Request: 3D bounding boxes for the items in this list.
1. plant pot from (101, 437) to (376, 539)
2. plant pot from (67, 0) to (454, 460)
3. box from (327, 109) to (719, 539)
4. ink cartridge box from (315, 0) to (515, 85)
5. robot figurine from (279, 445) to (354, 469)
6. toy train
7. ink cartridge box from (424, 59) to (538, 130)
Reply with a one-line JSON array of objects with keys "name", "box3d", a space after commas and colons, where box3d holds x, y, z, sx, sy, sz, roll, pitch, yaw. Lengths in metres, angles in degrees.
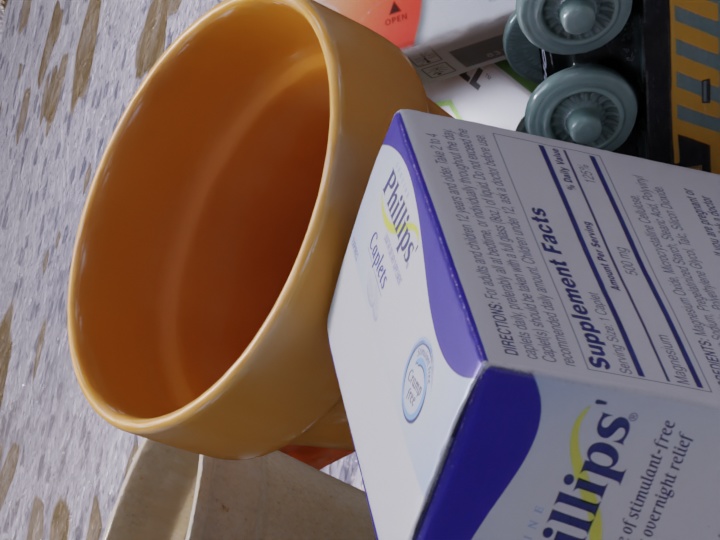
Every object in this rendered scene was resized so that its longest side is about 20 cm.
[{"name": "plant pot", "box3d": [-0.034, 0.181, 1.282, 0.200, 0.183, 0.201, -162, 90, -75]}, {"name": "plant pot", "box3d": [0.000, 0.000, 1.090, 0.200, 0.183, 0.200, -32, 48, 43]}, {"name": "box", "box3d": [0.103, 0.044, 0.903, 0.184, 0.200, 0.105, -106, 31, -58]}, {"name": "ink cartridge box", "box3d": [0.019, -0.187, 1.206, 0.162, 0.050, 0.200, -16, 68, 23]}, {"name": "robot figurine", "box3d": [-0.035, 0.055, 1.413, 0.144, 0.117, 0.200, -33, -5, 18]}, {"name": "toy train", "box3d": [0.119, -0.084, 1.006, 0.085, 0.114, 0.200, -101, 3, -53]}, {"name": "ink cartridge box", "box3d": [0.068, -0.054, 1.211, 0.104, 0.059, 0.200, 42, 114, 31]}]
